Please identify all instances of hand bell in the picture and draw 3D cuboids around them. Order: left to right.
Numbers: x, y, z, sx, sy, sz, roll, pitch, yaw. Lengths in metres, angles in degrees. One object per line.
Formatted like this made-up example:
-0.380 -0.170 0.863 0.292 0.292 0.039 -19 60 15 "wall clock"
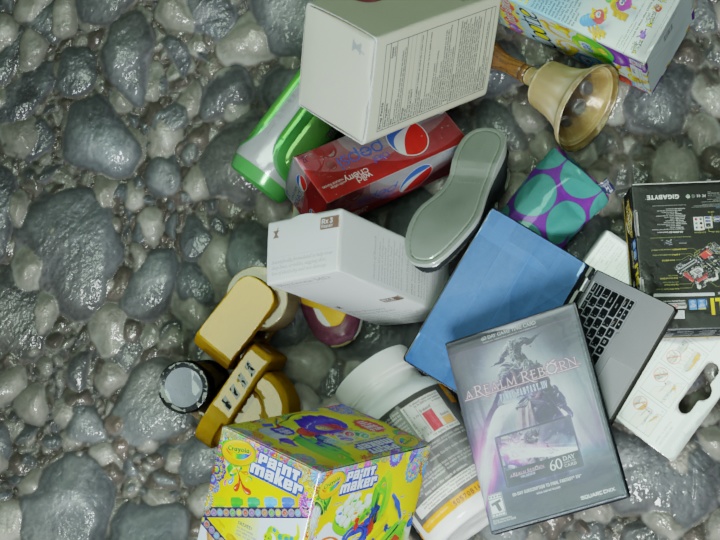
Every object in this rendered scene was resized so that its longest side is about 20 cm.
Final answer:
0.180 -0.223 1.749 0.200 0.104 0.104 35 87 33 "hand bell"

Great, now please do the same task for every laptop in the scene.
0.180 0.067 1.587 0.200 0.116 0.188 31 91 53 "laptop"

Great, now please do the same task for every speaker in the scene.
-0.060 -0.178 1.785 0.088 0.088 0.200 36 87 20 "speaker"

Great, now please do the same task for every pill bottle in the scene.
0.066 0.185 1.644 0.116 0.116 0.200 -37 71 3 "pill bottle"

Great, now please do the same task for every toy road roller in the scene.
-0.114 0.107 1.714 0.146 0.123 0.200 35 92 8 "toy road roller"

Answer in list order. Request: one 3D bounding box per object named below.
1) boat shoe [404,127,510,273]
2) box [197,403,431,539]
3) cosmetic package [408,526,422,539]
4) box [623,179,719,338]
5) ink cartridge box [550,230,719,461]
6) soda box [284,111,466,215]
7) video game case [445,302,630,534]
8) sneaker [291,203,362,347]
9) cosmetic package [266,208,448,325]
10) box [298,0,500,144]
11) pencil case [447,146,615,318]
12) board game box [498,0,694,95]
0.112 -0.065 1.676 0.075 0.060 0.200 16 55 30 "boat shoe"
-0.049 0.249 1.524 0.122 0.200 0.194 21 103 31 "box"
0.019 0.271 1.654 0.051 0.083 0.200 -38 70 2 "cosmetic package"
0.380 -0.012 1.623 0.199 0.049 0.161 -3 76 -2 "box"
0.292 0.080 1.657 0.200 0.057 0.163 37 87 5 "ink cartridge box"
0.017 -0.115 1.710 0.199 0.064 0.070 -25 68 -28 "soda box"
0.174 0.147 1.556 0.142 0.019 0.201 -19 73 17 "video game case"
-0.045 -0.016 1.738 0.075 0.090 0.201 -13 72 12 "sneaker"
0.000 0.000 1.652 0.101 0.200 0.075 -10 71 37 "cosmetic package"
0.042 -0.239 1.691 0.199 0.128 0.109 -25 45 -38 "box"
0.183 -0.033 1.686 0.092 0.085 0.200 41 90 -24 "pencil case"
0.254 -0.294 1.723 0.199 0.103 0.105 29 86 19 "board game box"
